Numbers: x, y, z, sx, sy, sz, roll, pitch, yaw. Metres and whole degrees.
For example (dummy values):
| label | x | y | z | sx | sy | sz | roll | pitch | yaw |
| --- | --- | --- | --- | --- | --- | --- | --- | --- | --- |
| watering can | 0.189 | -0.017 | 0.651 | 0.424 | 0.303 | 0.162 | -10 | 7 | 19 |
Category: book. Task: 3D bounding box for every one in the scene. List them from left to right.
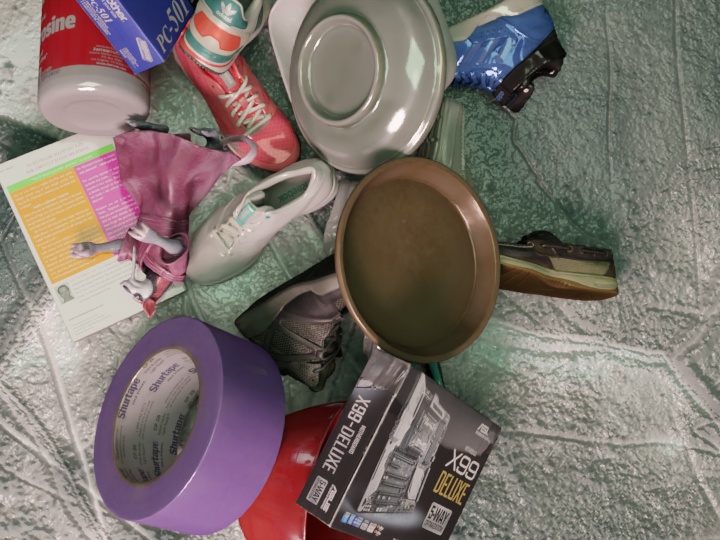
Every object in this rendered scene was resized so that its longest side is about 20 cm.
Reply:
| label | x | y | z | sx | sy | sz | roll | pitch | yaw |
| --- | --- | --- | --- | --- | --- | --- | --- | --- | --- |
| book | -0.288 | -0.042 | 0.967 | 0.132 | 0.048 | 0.202 | -24 | 91 | -10 |

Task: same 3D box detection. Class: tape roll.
| label | x | y | z | sx | sy | sz | roll | pitch | yaw |
| --- | --- | --- | --- | --- | --- | --- | --- | --- | --- |
| tape roll | -0.172 | 0.153 | 0.888 | 0.085 | 0.199 | 0.202 | 29 | 85 | -42 |

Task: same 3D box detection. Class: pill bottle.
| label | x | y | z | sx | sy | sz | roll | pitch | yaw |
| --- | --- | --- | --- | --- | --- | --- | --- | --- | --- |
| pill bottle | -0.275 | -0.253 | 0.932 | 0.111 | 0.112 | 0.202 | -2 | 73 | -5 |

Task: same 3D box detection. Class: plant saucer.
| label | x | y | z | sx | sy | sz | roll | pitch | yaw |
| --- | --- | --- | --- | --- | --- | --- | --- | --- | --- |
| plant saucer | -0.009 | -0.196 | 0.886 | 0.199 | 0.050 | 0.203 | 5 | 98 | 39 |
| plant saucer | 0.055 | -0.010 | 0.876 | 0.198 | 0.029 | 0.203 | 4 | 82 | -32 |

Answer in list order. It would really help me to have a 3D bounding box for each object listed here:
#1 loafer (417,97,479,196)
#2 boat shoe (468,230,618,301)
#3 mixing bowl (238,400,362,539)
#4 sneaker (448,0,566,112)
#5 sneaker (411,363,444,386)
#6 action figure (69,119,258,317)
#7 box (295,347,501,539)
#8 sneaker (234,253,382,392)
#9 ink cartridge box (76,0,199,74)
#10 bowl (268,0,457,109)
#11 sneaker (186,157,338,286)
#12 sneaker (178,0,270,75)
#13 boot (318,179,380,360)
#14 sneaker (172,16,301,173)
| label | x | y | z | sx | sy | sz | roll | pitch | yaw |
| --- | --- | --- | --- | --- | --- | --- | --- | --- | --- |
| loafer | 0.099 | -0.088 | 0.993 | 0.069 | 0.070 | 0.203 | 4 | 97 | -14 |
| boat shoe | 0.197 | -0.011 | 0.993 | 0.198 | 0.073 | 0.066 | 12 | 70 | -24 |
| mixing bowl | -0.060 | 0.225 | 0.920 | 0.107 | 0.200 | 0.203 | 5 | 87 | 22 |
| sneaker | 0.134 | -0.219 | 0.994 | 0.199 | 0.077 | 0.112 | -28 | 88 | -5 |
| sneaker | 0.061 | 0.169 | 0.965 | 0.077 | 0.091 | 0.203 | -5 | 88 | -4 |
| action figure | -0.205 | -0.051 | 0.931 | 0.148 | 0.133 | 0.203 | -2 | 101 | -47 |
| box | 0.045 | 0.185 | 0.862 | 0.049 | 0.200 | 0.159 | 20 | 78 | 41 |
| sneaker | -0.034 | 0.053 | 0.938 | 0.199 | 0.076 | 0.115 | -31 | 100 | 32 |
| ink cartridge box | -0.207 | -0.299 | 0.908 | 0.044 | 0.201 | 0.094 | -13 | 132 | 29 |
| bowl | 0.010 | -0.237 | 0.944 | 0.199 | 0.074 | 0.202 | -30 | 75 | 38 |
| sneaker | -0.117 | -0.056 | 0.948 | 0.199 | 0.088 | 0.076 | -37 | 87 | 9 |
| sneaker | -0.120 | -0.286 | 0.922 | 0.070 | 0.201 | 0.093 | 33 | 130 | -15 |
| boot | 0.000 | 0.000 | 0.985 | 0.094 | 0.074 | 0.202 | 8 | 82 | 5 |
| sneaker | -0.140 | -0.188 | 0.964 | 0.074 | 0.087 | 0.201 | -39 | 92 | -4 |
